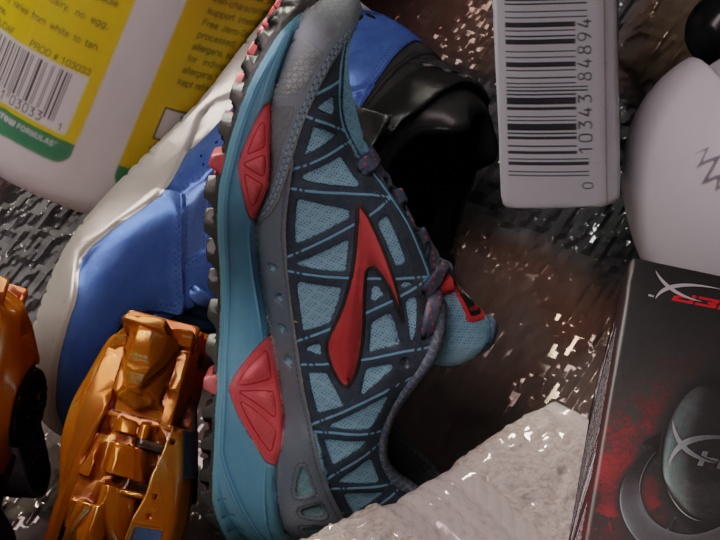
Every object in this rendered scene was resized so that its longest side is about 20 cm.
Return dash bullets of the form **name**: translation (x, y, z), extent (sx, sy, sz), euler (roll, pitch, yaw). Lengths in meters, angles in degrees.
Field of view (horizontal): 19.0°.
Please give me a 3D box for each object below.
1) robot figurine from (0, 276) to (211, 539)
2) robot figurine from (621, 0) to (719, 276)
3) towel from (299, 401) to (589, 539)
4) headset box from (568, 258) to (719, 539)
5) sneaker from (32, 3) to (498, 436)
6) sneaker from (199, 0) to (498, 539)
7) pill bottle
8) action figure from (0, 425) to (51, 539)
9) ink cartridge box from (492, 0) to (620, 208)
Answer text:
- **robot figurine**: translation (-0.125, 0.104, 0.726), extent (0.145, 0.058, 0.200), euler (13, 82, 12)
- **robot figurine**: translation (0.181, -0.044, 0.681), extent (0.200, 0.125, 0.150), euler (-31, 15, 3)
- **towel**: translation (0.067, 0.130, 0.615), extent (0.132, 0.035, 0.200), euler (-25, 54, -27)
- **headset box**: translation (0.125, 0.105, 0.569), extent (0.149, 0.077, 0.200), euler (12, 47, 5)
- **sneaker**: translation (-0.031, -0.004, 0.791), extent (0.111, 0.077, 0.200), euler (33, 81, 35)
- **sneaker**: translation (0.000, 0.000, 0.720), extent (0.095, 0.200, 0.079), euler (5, 22, 6)
- **pill bottle**: translation (-0.077, -0.128, 0.833), extent (0.113, 0.113, 0.200), euler (37, 109, 42)
- **action figure**: translation (-0.221, 0.085, 0.825), extent (0.200, 0.069, 0.130), euler (-4, 39, 17)
- **ink cartridge box**: translation (0.065, -0.142, 0.715), extent (0.043, 0.197, 0.200), euler (-2, 18, 6)
